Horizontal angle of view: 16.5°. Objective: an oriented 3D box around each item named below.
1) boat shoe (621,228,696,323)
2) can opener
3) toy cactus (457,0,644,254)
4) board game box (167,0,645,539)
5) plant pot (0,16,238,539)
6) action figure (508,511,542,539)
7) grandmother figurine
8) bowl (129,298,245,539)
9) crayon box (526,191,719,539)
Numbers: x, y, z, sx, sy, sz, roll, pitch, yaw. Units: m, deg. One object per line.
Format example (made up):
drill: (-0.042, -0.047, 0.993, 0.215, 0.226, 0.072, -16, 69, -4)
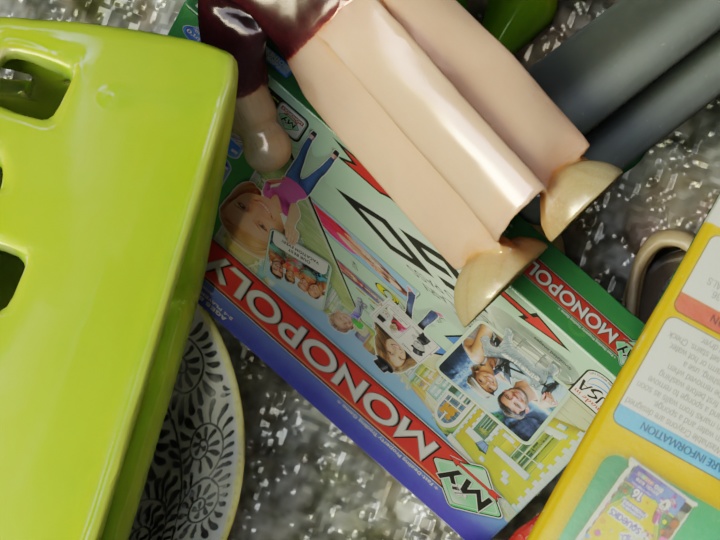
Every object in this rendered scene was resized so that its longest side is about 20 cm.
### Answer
boat shoe: (0.117, 0.085, 0.883, 0.071, 0.065, 0.201, -9, 82, 16)
can opener: (0.117, -0.094, 0.858, 0.200, 0.053, 0.066, -41, 47, -15)
toy cactus: (0.047, -0.042, 0.913, 0.199, 0.102, 0.166, -13, 90, 5)
board game box: (0.000, 0.000, 0.879, 0.200, 0.135, 0.029, 41, 53, 4)
plant pot: (-0.154, 0.031, 0.795, 0.181, 0.200, 0.200, 15, 66, -1)
action figure: (0.044, 0.127, 0.847, 0.200, 0.099, 0.065, -25, 113, 35)
grandmother figurine: (-0.005, -0.084, 0.789, 0.200, 0.061, 0.121, 45, 99, 4)
bowl: (-0.149, 0.073, 0.933, 0.200, 0.094, 0.201, 5, 67, -12)
crayon box: (0.133, 0.069, 0.777, 0.126, 0.052, 0.200, 29, 79, 10)
